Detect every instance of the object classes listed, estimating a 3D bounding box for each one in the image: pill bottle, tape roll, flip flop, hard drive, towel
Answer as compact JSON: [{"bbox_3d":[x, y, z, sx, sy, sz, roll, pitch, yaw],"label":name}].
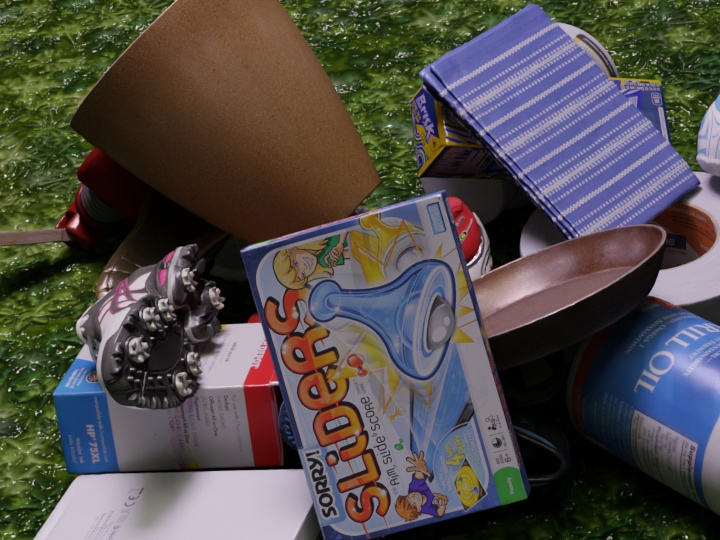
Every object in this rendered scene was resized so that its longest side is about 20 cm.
[{"bbox_3d":[0.241,0.100,1.275,0.112,0.112,0.200,-30,38,-30],"label":"pill bottle"},{"bbox_3d":[0.133,-0.122,1.648,0.112,0.112,0.200,13,38,30],"label":"pill bottle"},{"bbox_3d":[0.223,-0.001,1.482,0.200,0.066,0.200,-6,33,4],"label":"tape roll"},{"bbox_3d":[0.078,0.072,1.416,0.081,0.058,0.200,-25,20,-34],"label":"flip flop"},{"bbox_3d":[-0.126,0.182,1.284,0.200,0.025,0.132,-4,31,25],"label":"hard drive"},{"bbox_3d":[0.153,-0.108,1.486,0.145,0.024,0.200,-34,78,-36],"label":"towel"}]

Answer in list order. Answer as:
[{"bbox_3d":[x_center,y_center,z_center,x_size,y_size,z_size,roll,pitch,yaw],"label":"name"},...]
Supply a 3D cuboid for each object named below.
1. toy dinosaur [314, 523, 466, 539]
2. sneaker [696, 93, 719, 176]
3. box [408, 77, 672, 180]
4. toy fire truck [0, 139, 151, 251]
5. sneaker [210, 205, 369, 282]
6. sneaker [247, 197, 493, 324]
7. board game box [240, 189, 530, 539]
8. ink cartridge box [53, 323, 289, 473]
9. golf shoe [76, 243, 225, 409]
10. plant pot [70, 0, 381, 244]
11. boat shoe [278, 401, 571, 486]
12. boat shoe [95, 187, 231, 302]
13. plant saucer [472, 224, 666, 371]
[{"bbox_3d":[0.024,0.180,1.265,0.200,0.048,0.088,7,42,28],"label":"toy dinosaur"},{"bbox_3d":[0.339,-0.101,1.547,0.072,0.073,0.200,25,13,38],"label":"sneaker"},{"bbox_3d":[0.144,-0.113,1.540,0.199,0.064,0.070,1,70,-21],"label":"box"},{"bbox_3d":[-0.225,-0.070,1.619,0.200,0.129,0.176,-57,10,-23],"label":"toy fire truck"},{"bbox_3d":[-0.065,-0.038,1.590,0.200,0.082,0.075,8,36,24],"label":"sneaker"},{"bbox_3d":[0.000,0.000,1.486,0.200,0.085,0.077,-23,12,0],"label":"sneaker"},{"bbox_3d":[0.016,0.063,1.228,0.135,0.201,0.034,-16,4,9],"label":"board game box"},{"bbox_3d":[-0.107,0.090,1.397,0.199,0.067,0.116,-3,21,10],"label":"ink cartridge box"},{"bbox_3d":[-0.155,0.052,1.342,0.088,0.077,0.200,-19,15,15],"label":"golf shoe"},{"bbox_3d":[-0.086,-0.105,1.475,0.200,0.186,0.186,45,46,-1],"label":"plant pot"},{"bbox_3d":[0.046,0.104,1.298,0.199,0.084,0.069,2,7,-5],"label":"boat shoe"},{"bbox_3d":[-0.150,-0.016,1.527,0.072,0.066,0.201,30,50,2],"label":"boat shoe"},{"bbox_3d":[0.121,0.024,1.325,0.200,0.035,0.200,-22,11,4],"label":"plant saucer"}]
